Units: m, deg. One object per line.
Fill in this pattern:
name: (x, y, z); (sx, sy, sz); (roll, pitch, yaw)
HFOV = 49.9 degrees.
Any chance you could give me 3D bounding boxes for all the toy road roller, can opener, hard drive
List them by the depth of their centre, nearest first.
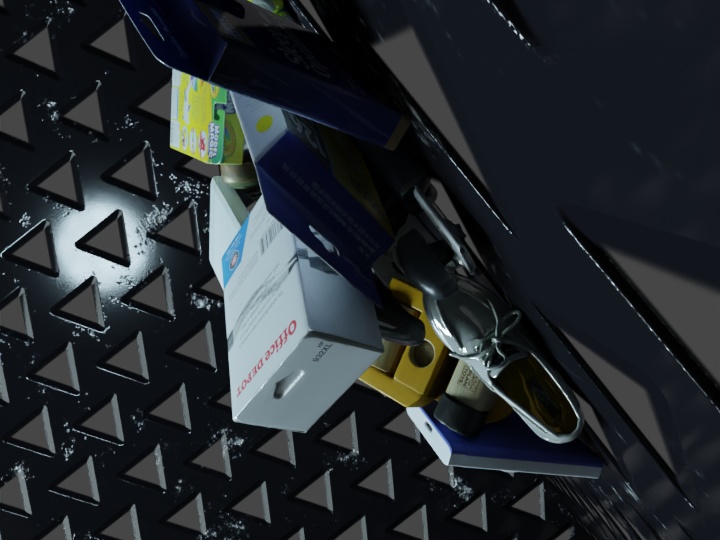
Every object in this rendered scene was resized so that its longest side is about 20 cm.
can opener: (0.031, -0.063, 0.670); (0.201, 0.066, 0.053); (54, -179, 29)
hard drive: (0.167, 0.195, 0.914); (0.197, 0.026, 0.132); (10, -166, -20)
toy road roller: (0.102, 0.104, 0.916); (0.198, 0.125, 0.146); (26, -176, 26)
hard drive: (-0.149, -0.011, 0.955); (0.200, 0.026, 0.134); (-127, 37, -47)

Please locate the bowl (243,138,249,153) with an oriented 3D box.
bowl: (-0.129, -0.235, 0.950); (0.200, 0.089, 0.205); (13, 105, 62)

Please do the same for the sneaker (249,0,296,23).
sneaker: (-0.116, -0.282, 0.777); (0.200, 0.075, 0.107); (52, -160, -69)

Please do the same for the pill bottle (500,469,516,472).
pill bottle: (0.189, 0.188, 1.098); (0.201, 0.113, 0.114); (53, 180, -37)

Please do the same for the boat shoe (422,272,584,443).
boat shoe: (0.131, 0.079, 0.720); (0.203, 0.074, 0.086); (51, 180, 13)

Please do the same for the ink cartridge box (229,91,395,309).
ink cartridge box: (-0.037, -0.092, 0.658); (0.197, 0.047, 0.202); (41, -159, -55)

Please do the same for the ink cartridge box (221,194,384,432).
ink cartridge box: (-0.063, 0.028, 0.738); (0.083, 0.145, 0.202); (16, -138, -30)

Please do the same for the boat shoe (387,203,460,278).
boat shoe: (0.062, -0.019, 0.784); (0.071, 0.069, 0.200); (53, -179, 9)

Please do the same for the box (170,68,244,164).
box: (-0.177, -0.191, 0.904); (0.200, 0.048, 0.120); (-149, 62, -61)

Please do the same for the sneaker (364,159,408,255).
sneaker: (0.017, -0.097, 0.874); (0.098, 0.071, 0.202); (25, 146, 41)

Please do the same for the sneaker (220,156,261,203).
sneaker: (-0.106, -0.107, 1.011); (0.200, 0.066, 0.092); (-28, -64, -61)

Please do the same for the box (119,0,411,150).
box: (-0.065, -0.151, 0.541); (0.198, 0.033, 0.122); (10, -147, -43)

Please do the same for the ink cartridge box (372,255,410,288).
ink cartridge box: (0.032, -0.052, 1.042); (0.201, 0.084, 0.145); (54, -179, 1)

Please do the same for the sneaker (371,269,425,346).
sneaker: (0.000, 0.000, 0.830); (0.198, 0.117, 0.075); (20, 174, 37)
